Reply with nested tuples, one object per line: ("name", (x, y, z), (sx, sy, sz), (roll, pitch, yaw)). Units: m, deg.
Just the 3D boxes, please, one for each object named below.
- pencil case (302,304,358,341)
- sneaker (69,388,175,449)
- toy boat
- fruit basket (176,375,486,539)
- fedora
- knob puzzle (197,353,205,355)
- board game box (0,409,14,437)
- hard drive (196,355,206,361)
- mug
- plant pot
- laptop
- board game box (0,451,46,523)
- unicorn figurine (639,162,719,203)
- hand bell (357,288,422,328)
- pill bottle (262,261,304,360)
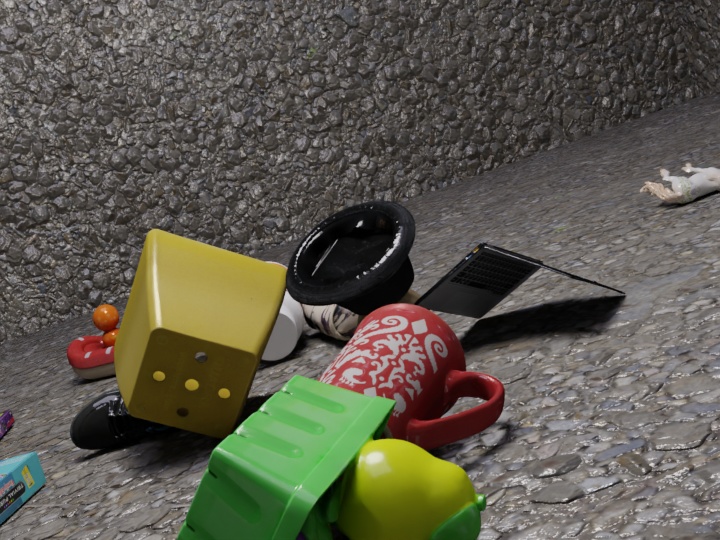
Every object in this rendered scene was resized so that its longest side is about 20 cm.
("pencil case", (-0.037, 0.065, 1.631), (0.089, 0.078, 0.200), (-40, 14, -13))
("sneaker", (-0.308, 0.198, 1.381), (0.197, 0.074, 0.082), (-20, 11, -10))
("toy boat", (-0.489, 0.131, 1.955), (0.197, 0.133, 0.130), (-14, 9, 22))
("fruit basket", (-0.011, 0.186, 0.779), (0.213, 0.157, 0.216), (22, 23, -9))
("fedora", (0.000, 0.000, 1.303), (0.198, 0.092, 0.202), (-25, 35, 18))
("knob puzzle", (-0.200, 0.115, 1.732), (0.215, 0.031, 0.220), (1, 19, 0))
("board game box", (-0.704, 0.298, 1.705), (0.197, 0.033, 0.120), (-19, 5, -2))
("hard drive", (-0.321, 0.188, 1.622), (0.130, 0.027, 0.200), (-15, 9, 16))
("mug", (0.033, 0.120, 0.966), (0.176, 0.135, 0.200), (-23, 7, 26))
("plant pot", (-0.213, 0.097, 1.288), (0.197, 0.202, 0.177), (17, 26, -13))
("laptop", (0.210, 0.037, 1.310), (0.200, 0.117, 0.186), (-42, -29, 23))
("board game box", (-0.504, 0.300, 1.234), (0.149, 0.048, 0.200), (-16, 9, 11))
("unicorn figurine", (0.622, -0.166, 1.809), (0.198, 0.074, 0.137), (-34, 21, -8))
("hand bell", (0.054, 0.104, 1.261), (0.102, 0.106, 0.200), (-17, 20, 2))
("pill bottle", (-0.150, 0.069, 1.651), (0.110, 0.114, 0.200), (-17, 21, 0))
